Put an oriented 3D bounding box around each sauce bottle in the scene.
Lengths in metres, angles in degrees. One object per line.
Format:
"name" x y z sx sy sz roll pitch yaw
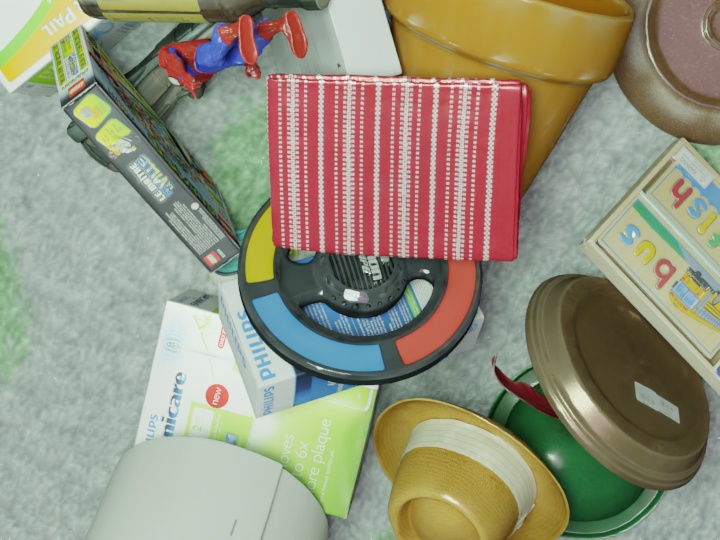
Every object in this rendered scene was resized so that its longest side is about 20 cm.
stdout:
"sauce bottle" -0.119 -0.220 0.939 0.197 0.065 0.066 6 97 17

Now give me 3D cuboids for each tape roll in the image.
"tape roll" -0.138 0.257 1.041 0.200 0.140 0.204 10 137 9

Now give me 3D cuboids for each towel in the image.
"towel" 0.028 -0.078 0.938 0.197 0.023 0.147 3 115 8

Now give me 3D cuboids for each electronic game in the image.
"electronic game" 0.000 0.000 0.989 0.197 0.042 0.202 2 58 -3

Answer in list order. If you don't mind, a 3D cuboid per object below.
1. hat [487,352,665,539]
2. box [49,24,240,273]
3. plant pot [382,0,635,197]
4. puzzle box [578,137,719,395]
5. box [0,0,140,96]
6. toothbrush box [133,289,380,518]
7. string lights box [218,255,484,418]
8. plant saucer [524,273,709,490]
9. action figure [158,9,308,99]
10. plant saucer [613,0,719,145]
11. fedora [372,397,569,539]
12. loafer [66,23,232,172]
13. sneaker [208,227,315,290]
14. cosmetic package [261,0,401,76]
"hat" 0.178 0.164 1.030 0.197 0.176 0.168 18 97 3
"box" -0.176 -0.098 1.018 0.035 0.110 0.200 -34 128 5
"plant pot" 0.098 -0.155 1.006 0.198 0.201 0.185 19 114 2
"puzzle box" 0.298 0.003 1.056 0.200 0.025 0.133 45 77 -2
"box" -0.236 -0.250 1.052 0.199 0.113 0.102 -36 93 6
"toothbrush box" -0.085 0.115 1.095 0.197 0.086 0.148 15 97 4
"string lights box" -0.009 0.038 1.025 0.197 0.059 0.104 -16 61 -15
"plant saucer" 0.218 0.084 1.014 0.200 0.200 0.029 46 127 -2
"action figure" -0.110 -0.164 0.957 0.065 0.199 0.052 -18 102 -27
"plant saucer" 0.310 -0.208 1.050 0.197 0.037 0.204 1 97 6
"fedora" 0.078 0.196 1.039 0.200 0.201 0.082 37 56 0
"loafer" -0.168 -0.165 1.087 0.199 0.072 0.063 -36 112 14
"sneaker" -0.044 -0.039 1.082 0.197 0.078 0.081 -18 82 5
"cosmetic package" -0.039 -0.233 1.008 0.051 0.151 0.203 -16 90 -19
